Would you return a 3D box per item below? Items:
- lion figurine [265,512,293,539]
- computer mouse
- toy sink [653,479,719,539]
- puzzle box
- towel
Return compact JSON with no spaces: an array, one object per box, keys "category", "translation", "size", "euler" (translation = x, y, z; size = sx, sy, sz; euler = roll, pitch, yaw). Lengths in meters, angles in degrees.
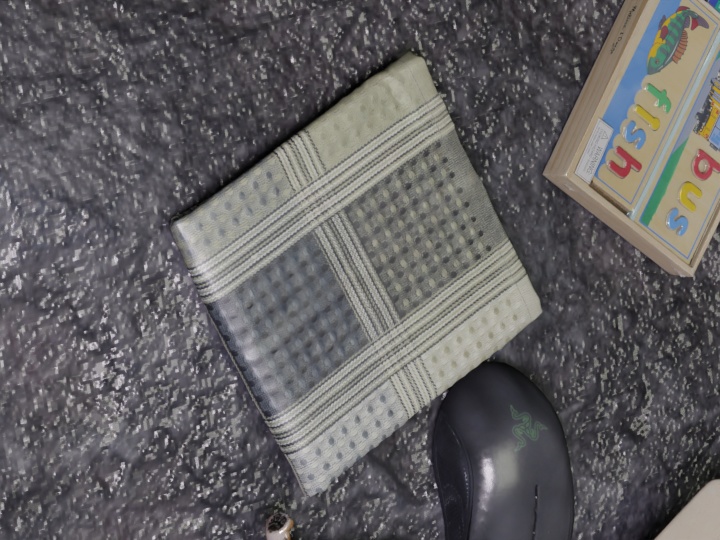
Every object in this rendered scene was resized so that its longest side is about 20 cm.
[{"category":"lion figurine","translation":[-0.048,0.225,1.309],"size":[0.199,0.072,0.123],"euler":[-37,127,-10]},{"category":"computer mouse","translation":[0.101,0.156,1.403],"size":[0.138,0.053,0.202],"euler":[-17,104,-31]},{"category":"toy sink","translation":[0.215,0.255,1.426],"size":[0.200,0.130,0.112],"euler":[-44,147,-22]},{"category":"puzzle box","translation":[0.208,-0.113,1.464],"size":[0.133,0.025,0.201],"euler":[34,76,-32]},{"category":"towel","translation":[0.000,0.000,1.337],"size":[0.199,0.034,0.194],"euler":[-36,110,-24]}]
